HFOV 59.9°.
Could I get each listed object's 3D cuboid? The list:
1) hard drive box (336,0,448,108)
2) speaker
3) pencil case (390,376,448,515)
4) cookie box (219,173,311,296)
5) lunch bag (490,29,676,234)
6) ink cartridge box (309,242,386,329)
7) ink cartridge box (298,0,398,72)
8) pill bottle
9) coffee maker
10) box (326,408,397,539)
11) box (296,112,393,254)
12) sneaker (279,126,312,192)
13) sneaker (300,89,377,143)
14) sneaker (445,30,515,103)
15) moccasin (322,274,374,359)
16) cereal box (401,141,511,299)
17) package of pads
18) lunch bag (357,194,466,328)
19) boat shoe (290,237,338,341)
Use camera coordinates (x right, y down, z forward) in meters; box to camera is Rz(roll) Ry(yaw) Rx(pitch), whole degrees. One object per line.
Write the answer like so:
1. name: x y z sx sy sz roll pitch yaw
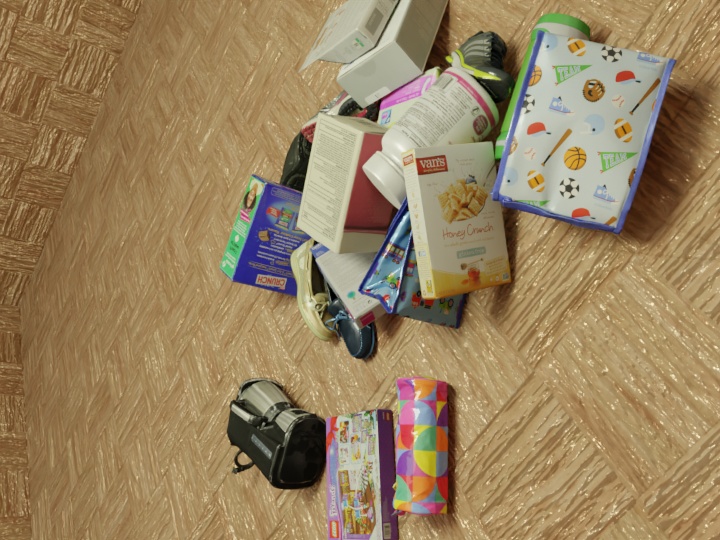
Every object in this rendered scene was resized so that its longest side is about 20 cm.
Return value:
1. hard drive box: 0.057 -0.412 1.114 0.154 0.076 0.203 -16 45 47
2. speaker: 0.254 -0.244 0.875 0.088 0.087 0.204 23 97 50
3. pencil case: 0.087 0.261 0.926 0.087 0.087 0.205 -11 69 47
4. cookie box: -0.169 -0.066 1.261 0.075 0.169 0.204 31 102 52
5. lunch bag: 0.264 -0.160 0.767 0.166 0.124 0.205 16 88 15
6. ink cartridge box: 0.000 0.000 1.094 0.118 0.042 0.201 -31 48 -8
7. ink cartridge box: -0.017 -0.436 1.129 0.198 0.050 0.163 -13 47 55
8. pill bottle: 0.103 -0.193 0.941 0.200 0.113 0.113 -45 44 1
9. coffee maker: -0.157 0.327 1.181 0.199 0.132 0.197 23 120 51
10. box: -0.001 0.341 1.039 0.135 0.039 0.205 -21 64 44
11. box: -0.015 -0.146 1.050 0.127 0.107 0.204 33 118 43
12. sneaker: -0.137 -0.208 1.349 0.090 0.075 0.204 -9 59 61
13. sneaker: -0.038 -0.312 1.259 0.197 0.080 0.076 -21 49 37
14. sneaker: 0.191 -0.323 0.959 0.081 0.073 0.201 -49 29 18
15. moccasin: -0.034 0.071 1.136 0.081 0.067 0.203 -47 47 30
16. cereal box: 0.136 -0.072 0.872 0.039 0.141 0.205 -4 96 61
17. package of pads: 0.094 -0.232 1.076 0.153 0.067 0.205 -1 79 51
18. lunch bag: 0.108 -0.032 0.933 0.094 0.148 0.204 31 102 49
19. boat shoe: -0.080 0.035 1.196 0.063 0.072 0.204 -36 56 33
